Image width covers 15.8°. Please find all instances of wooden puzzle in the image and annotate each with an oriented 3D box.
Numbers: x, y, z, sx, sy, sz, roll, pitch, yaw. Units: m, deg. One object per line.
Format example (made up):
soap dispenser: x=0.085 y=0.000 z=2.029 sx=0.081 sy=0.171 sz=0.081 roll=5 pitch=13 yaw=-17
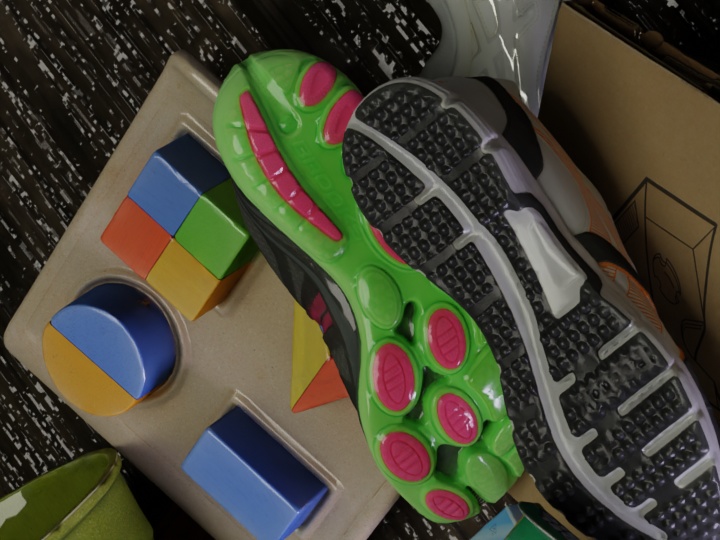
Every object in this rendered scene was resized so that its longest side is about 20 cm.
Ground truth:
wooden puzzle: x=-0.055 y=0.035 z=1.091 sx=0.185 sy=0.046 sz=0.200 roll=41 pitch=128 yaw=9

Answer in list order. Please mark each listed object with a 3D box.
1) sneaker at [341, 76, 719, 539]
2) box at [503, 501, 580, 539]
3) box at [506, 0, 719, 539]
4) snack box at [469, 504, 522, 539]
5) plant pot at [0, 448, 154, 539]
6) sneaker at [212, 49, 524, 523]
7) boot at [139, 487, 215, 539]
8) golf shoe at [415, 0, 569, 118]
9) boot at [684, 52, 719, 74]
sneaker: x=0.077 y=0.011 z=0.923 sx=0.074 sy=0.080 sz=0.200 roll=-33 pitch=87 yaw=32
box: x=0.104 y=0.153 z=0.949 sx=0.117 sy=0.048 sz=0.200 roll=37 pitch=169 yaw=23
box: x=0.111 y=0.024 z=0.947 sx=0.163 sy=0.021 sz=0.200 roll=39 pitch=129 yaw=43
snack box: x=0.038 y=0.205 z=1.132 sx=0.200 sy=0.037 sz=0.116 roll=-46 pitch=59 yaw=31
plant pot: x=-0.136 y=0.214 z=1.135 sx=0.200 sy=0.200 sz=0.193 roll=-27 pitch=100 yaw=40
sneaker: x=0.008 y=0.002 z=0.994 sx=0.077 sy=0.084 sz=0.200 roll=-26 pitch=102 yaw=-3
boot: x=-0.088 y=0.090 z=1.192 sx=0.188 sy=0.068 sz=0.200 roll=26 pitch=124 yaw=28
golf shoe: x=0.067 y=-0.101 z=1.021 sx=0.091 sy=0.075 sz=0.200 roll=13 pitch=117 yaw=16
boot: x=0.164 y=0.020 z=0.989 sx=0.131 sy=0.068 sz=0.200 roll=17 pitch=118 yaw=25
